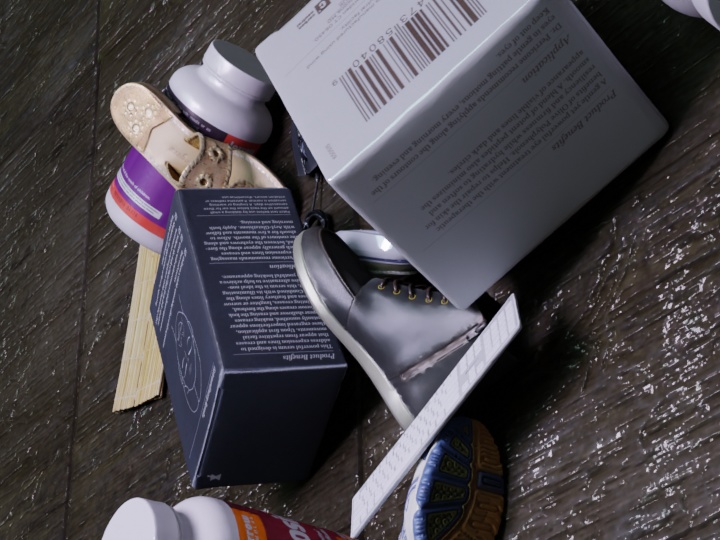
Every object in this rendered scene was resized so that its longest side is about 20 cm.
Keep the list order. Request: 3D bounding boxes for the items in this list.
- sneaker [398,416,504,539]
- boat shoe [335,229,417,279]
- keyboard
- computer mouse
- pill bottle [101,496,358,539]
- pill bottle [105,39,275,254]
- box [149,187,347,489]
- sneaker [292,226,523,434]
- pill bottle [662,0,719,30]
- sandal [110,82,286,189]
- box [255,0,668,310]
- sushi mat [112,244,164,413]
[{"bbox_3d":[0.042,0.201,1.133,0.088,0.075,0.203,-14,59,57],"label":"sneaker"},{"bbox_3d":[0.000,0.000,1.328,0.199,0.071,0.063,-5,85,63],"label":"boat shoe"},{"bbox_3d":[0.051,0.103,1.133,0.201,0.011,0.056,-54,6,18],"label":"keyboard"},{"bbox_3d":[-0.050,-0.082,1.465,0.058,0.034,0.203,-26,52,46],"label":"computer mouse"},{"bbox_3d":[-0.090,0.233,1.194,0.113,0.198,0.114,-31,48,43],"label":"pill bottle"},{"bbox_3d":[-0.160,-0.119,1.577,0.201,0.112,0.113,-57,34,19],"label":"pill bottle"},{"bbox_3d":[-0.098,0.053,1.337,0.149,0.106,0.201,110,151,-44],"label":"box"},{"bbox_3d":[0.038,0.023,1.208,0.106,0.075,0.201,-45,70,21],"label":"sneaker"},{"bbox_3d":[0.222,-0.237,1.068,0.116,0.115,0.201,-56,35,20],"label":"pill bottle"},{"bbox_3d":[-0.158,-0.095,1.481,0.211,0.070,0.078,40,109,10],"label":"sandal"},{"bbox_3d":[0.068,-0.129,1.145,0.199,0.171,0.201,-41,38,10],"label":"box"},{"bbox_3d":[-0.215,0.045,1.661,0.095,0.012,0.203,-19,58,49],"label":"sushi mat"}]
